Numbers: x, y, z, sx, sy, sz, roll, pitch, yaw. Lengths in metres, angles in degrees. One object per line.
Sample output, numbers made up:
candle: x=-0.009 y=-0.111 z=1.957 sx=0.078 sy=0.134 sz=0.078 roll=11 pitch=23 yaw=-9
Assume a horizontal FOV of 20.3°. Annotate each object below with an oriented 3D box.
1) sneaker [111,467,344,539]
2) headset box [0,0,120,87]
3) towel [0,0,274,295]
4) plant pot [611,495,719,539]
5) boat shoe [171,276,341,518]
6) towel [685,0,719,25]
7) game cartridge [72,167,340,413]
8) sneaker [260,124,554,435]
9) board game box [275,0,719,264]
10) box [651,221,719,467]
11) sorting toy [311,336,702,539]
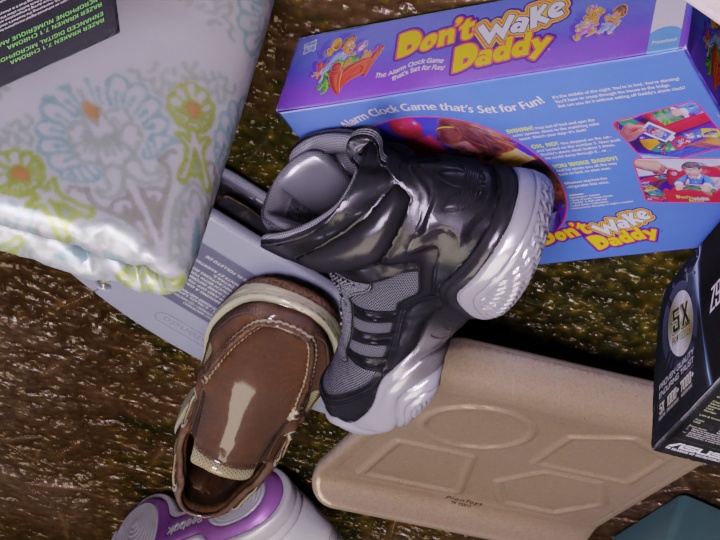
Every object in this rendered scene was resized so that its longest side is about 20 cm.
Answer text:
sneaker: x=-0.095 y=0.193 z=1.346 sx=0.199 sy=0.075 sz=0.099 roll=-18 pitch=134 yaw=43
headset box: x=-0.168 y=-0.176 z=0.700 sx=0.092 sy=0.175 sz=0.201 roll=-27 pitch=153 yaw=-16
towel: x=-0.146 y=-0.090 z=0.836 sx=0.198 sy=0.173 sz=0.048 roll=16 pitch=150 yaw=-3
plant pot: x=0.191 y=0.248 z=1.184 sx=0.140 sy=0.202 sz=0.141 roll=23 pitch=149 yaw=-13
boat shoe: x=-0.060 y=0.079 z=1.087 sx=0.074 sy=0.075 sz=0.203 roll=18 pitch=148 yaw=-4
towel: x=0.157 y=-0.160 z=0.666 sx=0.190 sy=0.032 sz=0.200 roll=36 pitch=140 yaw=2
game cartridge: x=-0.064 y=0.008 z=1.083 sx=0.199 sy=0.042 sz=0.133 roll=32 pitch=149 yaw=-25
sneaker: x=0.000 y=0.000 z=0.921 sx=0.113 sy=0.076 sz=0.200 roll=24 pitch=142 yaw=-12
board game box: x=0.081 y=-0.060 z=0.900 sx=0.198 sy=0.045 sz=0.135 roll=-6 pitch=143 yaw=31
box: x=0.246 y=0.032 z=0.857 sx=0.198 sy=0.087 sz=0.164 roll=14 pitch=150 yaw=-8
sorting toy: x=0.088 y=0.098 z=1.133 sx=0.183 sy=0.037 sz=0.200 roll=13 pitch=149 yaw=-17
